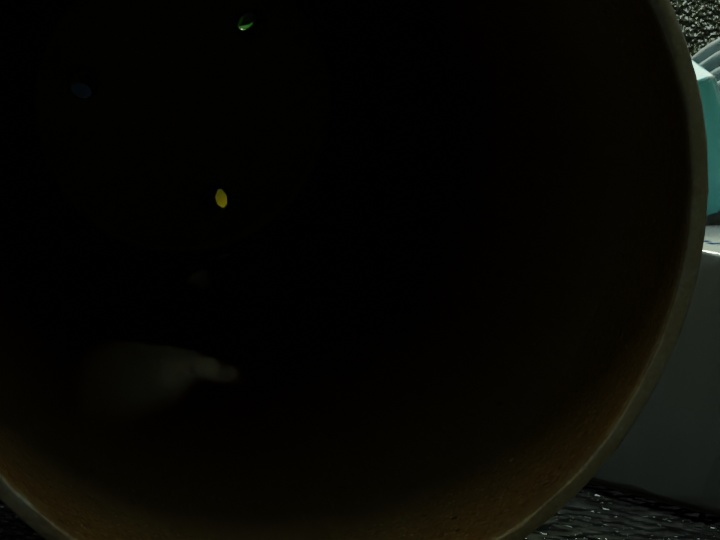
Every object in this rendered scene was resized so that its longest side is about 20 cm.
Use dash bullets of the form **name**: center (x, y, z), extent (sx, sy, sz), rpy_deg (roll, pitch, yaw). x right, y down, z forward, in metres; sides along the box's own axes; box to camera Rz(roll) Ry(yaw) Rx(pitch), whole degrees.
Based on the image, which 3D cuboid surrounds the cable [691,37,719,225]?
- **cable**: center (0.203, -0.029, 0.896), extent (0.199, 0.070, 0.200), rpy_deg (13, -25, -18)

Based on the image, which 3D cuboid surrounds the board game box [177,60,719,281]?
- **board game box**: center (0.008, -0.031, 0.790), extent (0.199, 0.047, 0.151), rpy_deg (-21, 23, -5)

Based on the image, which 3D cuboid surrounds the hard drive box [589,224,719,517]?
- **hard drive box**: center (0.181, 0.032, 0.715), extent (0.155, 0.077, 0.199), rpy_deg (11, 10, 43)

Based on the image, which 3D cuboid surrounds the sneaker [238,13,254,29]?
- **sneaker**: center (-0.041, -0.098, 0.813), extent (0.200, 0.077, 0.084), rpy_deg (33, -2, 41)

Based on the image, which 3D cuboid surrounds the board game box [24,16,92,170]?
- **board game box**: center (-0.120, -0.093, 0.758), extent (0.135, 0.200, 0.035), rpy_deg (17, -29, 39)

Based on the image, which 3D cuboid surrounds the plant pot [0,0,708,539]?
- **plant pot**: center (-0.033, -0.031, 0.606), extent (0.185, 0.188, 0.200), rpy_deg (3, 9, -14)

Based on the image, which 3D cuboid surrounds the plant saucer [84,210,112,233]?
- **plant saucer**: center (-0.156, -0.021, 0.772), extent (0.198, 0.031, 0.201), rpy_deg (-10, 34, 7)
